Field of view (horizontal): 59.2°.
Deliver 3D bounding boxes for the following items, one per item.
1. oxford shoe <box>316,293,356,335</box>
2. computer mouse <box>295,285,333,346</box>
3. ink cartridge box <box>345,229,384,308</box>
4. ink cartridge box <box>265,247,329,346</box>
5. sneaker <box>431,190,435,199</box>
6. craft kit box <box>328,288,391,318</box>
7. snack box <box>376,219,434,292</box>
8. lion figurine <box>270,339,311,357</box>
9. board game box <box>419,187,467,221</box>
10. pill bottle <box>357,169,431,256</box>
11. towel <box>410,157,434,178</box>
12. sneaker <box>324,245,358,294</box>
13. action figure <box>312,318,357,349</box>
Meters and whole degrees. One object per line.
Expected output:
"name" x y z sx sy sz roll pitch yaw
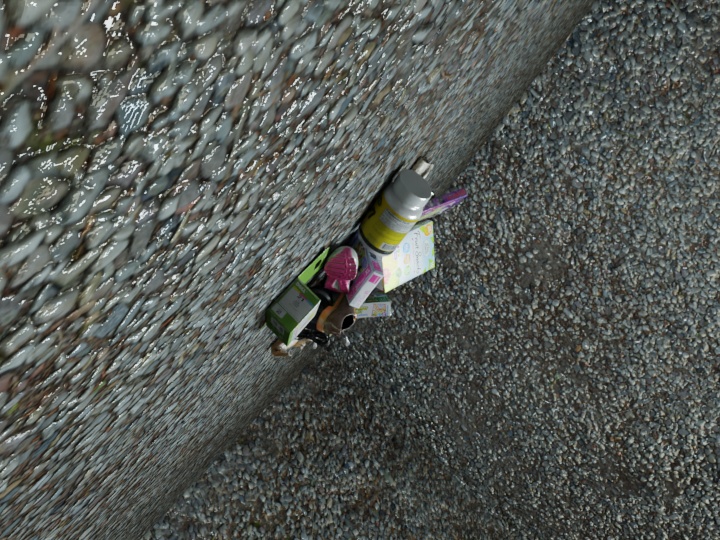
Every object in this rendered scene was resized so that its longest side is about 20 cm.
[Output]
"oxford shoe" -0.039 0.112 1.614 0.200 0.071 0.073 -43 151 -55
"computer mouse" -0.124 0.107 1.666 0.053 0.134 0.203 -74 -177 -48
"ink cartridge box" -0.009 -0.016 1.641 0.120 0.041 0.203 -52 -146 27
"ink cartridge box" -0.121 0.060 1.430 0.200 0.076 0.148 -47 175 -18
"sneaker" 0.157 -0.198 1.764 0.088 0.078 0.200 -36 169 5
"craft kit box" -0.021 0.092 1.806 0.191 0.050 0.200 -7 -169 -6
"snack box" 0.121 -0.046 1.771 0.197 0.052 0.146 -25 123 -33
"lion figurine" -0.215 0.213 1.875 0.120 0.075 0.198 -19 178 33
"board game box" 0.186 -0.166 1.727 0.196 0.033 0.120 -22 168 -26
"pill bottle" 0.084 -0.141 1.556 0.201 0.114 0.114 -52 174 37
"towel" 0.150 -0.253 1.775 0.133 0.034 0.200 -52 175 15
"sneaker" -0.045 -0.020 1.541 0.201 0.079 0.091 115 -10 -66
"action figure" -0.081 0.141 1.961 0.193 0.197 0.106 -12 139 -5
